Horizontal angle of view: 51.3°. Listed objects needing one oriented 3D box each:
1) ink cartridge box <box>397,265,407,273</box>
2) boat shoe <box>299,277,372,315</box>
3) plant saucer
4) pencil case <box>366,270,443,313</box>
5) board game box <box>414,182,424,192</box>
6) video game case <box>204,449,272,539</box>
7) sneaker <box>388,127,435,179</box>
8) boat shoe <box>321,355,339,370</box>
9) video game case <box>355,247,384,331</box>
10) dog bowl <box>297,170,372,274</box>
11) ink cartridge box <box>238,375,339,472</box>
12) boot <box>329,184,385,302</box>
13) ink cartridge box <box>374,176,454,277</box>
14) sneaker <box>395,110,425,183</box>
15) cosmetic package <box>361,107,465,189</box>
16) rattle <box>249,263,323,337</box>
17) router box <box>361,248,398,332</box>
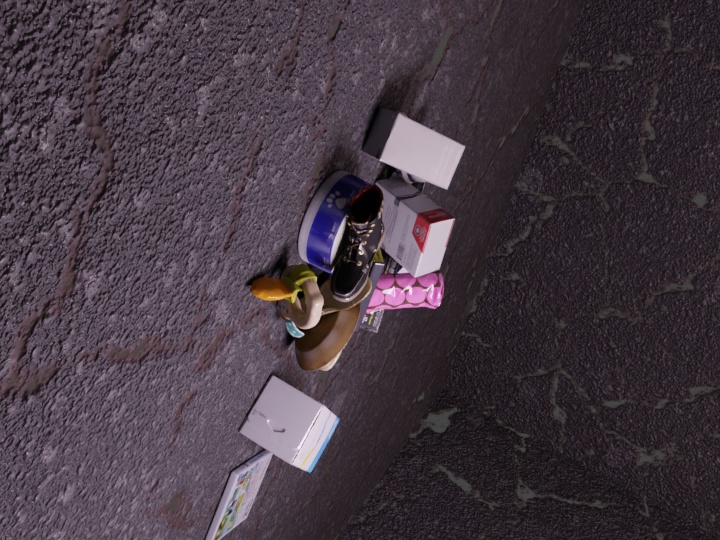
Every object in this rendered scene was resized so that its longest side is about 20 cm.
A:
[{"bbox_3d":[0.130,-0.025,2.025,0.200,0.044,0.094,-47,-158,17],"label":"ink cartridge box"},{"bbox_3d":[-0.061,0.055,1.575,0.199,0.074,0.063,-30,-175,22],"label":"boat shoe"},{"bbox_3d":[-0.083,0.122,1.632,0.035,0.199,0.202,38,74,-28],"label":"plant saucer"},{"bbox_3d":[0.096,0.052,1.744,0.091,0.197,0.095,-71,158,-88],"label":"pencil case"},{"bbox_3d":[0.140,-0.144,1.991,0.201,0.028,0.136,-73,171,-45],"label":"board game box"},{"bbox_3d":[-0.291,0.541,1.802,0.202,0.022,0.182,-67,163,13],"label":"video game case"},{"bbox_3d":[0.139,-0.238,1.800,0.201,0.087,0.075,-52,171,28],"label":"sneaker"},{"bbox_3d":[-0.073,0.142,1.805,0.065,0.071,0.202,16,94,-68],"label":"boat shoe"},{"bbox_3d":[0.000,0.000,1.676,0.182,0.025,0.201,-103,-154,-47],"label":"video game case"},{"bbox_3d":[-0.043,-0.096,1.527,0.201,0.078,0.201,-54,161,-29],"label":"dog bowl"},{"bbox_3d":[-0.158,0.353,1.713,0.147,0.146,0.200,-59,163,-13],"label":"ink cartridge box"},{"bbox_3d":[-0.005,-0.054,1.437,0.201,0.072,0.151,-60,164,-28],"label":"boot"},{"bbox_3d":[0.108,-0.104,1.735,0.083,0.200,0.146,-15,134,-37],"label":"ink cartridge box"},{"bbox_3d":[0.123,-0.279,1.683,0.077,0.080,0.201,-66,146,-29],"label":"sneaker"},{"bbox_3d":[0.114,-0.258,1.589,0.198,0.090,0.108,20,99,-33],"label":"cosmetic package"},{"bbox_3d":[-0.160,0.081,1.454,0.142,0.131,0.200,-36,176,-37],"label":"rattle"},{"bbox_3d":[0.045,0.043,1.922,0.150,0.061,0.202,-82,-171,-83],"label":"router box"}]
